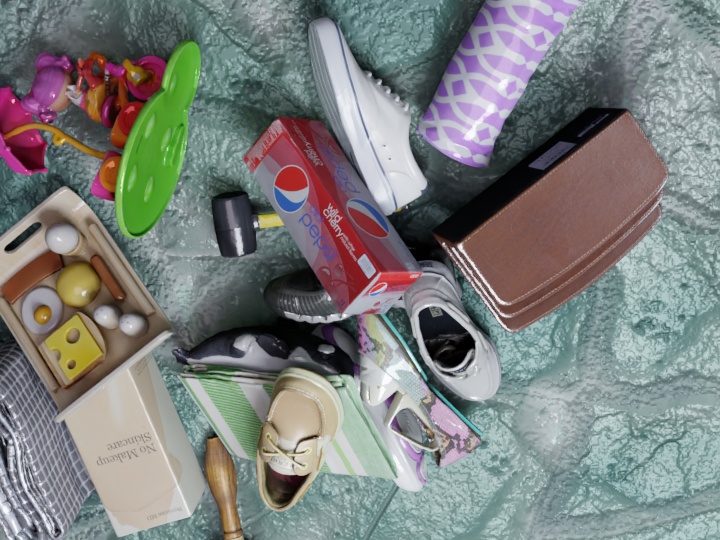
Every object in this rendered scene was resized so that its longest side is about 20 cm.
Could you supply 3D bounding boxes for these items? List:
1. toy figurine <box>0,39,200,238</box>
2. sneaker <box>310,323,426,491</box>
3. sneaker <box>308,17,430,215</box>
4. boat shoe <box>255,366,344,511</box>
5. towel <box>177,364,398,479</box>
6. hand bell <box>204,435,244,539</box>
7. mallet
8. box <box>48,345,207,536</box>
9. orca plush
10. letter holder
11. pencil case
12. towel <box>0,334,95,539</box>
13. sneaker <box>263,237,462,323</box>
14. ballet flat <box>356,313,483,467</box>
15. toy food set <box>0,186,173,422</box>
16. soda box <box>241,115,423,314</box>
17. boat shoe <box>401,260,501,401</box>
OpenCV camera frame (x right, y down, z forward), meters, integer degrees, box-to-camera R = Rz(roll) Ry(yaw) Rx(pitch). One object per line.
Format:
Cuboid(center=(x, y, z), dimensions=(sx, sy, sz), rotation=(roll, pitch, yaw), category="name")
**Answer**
Cuboid(center=(-0.273, -0.152, 1.190), dimensions=(0.184, 0.150, 0.200), rotation=(17, 86, 10), category="toy figurine")
Cuboid(center=(-0.007, 0.153, 1.281), dimensions=(0.100, 0.075, 0.200), rotation=(-36, 92, 21), category="sneaker")
Cuboid(center=(0.008, -0.155, 1.189), dimensions=(0.071, 0.073, 0.200), rotation=(-24, 105, -12), category="sneaker")
Cuboid(center=(-0.063, 0.168, 1.179), dimensions=(0.074, 0.066, 0.200), rotation=(19, 142, 9), category="boat shoe")
Cuboid(center=(-0.073, 0.152, 1.239), dimensions=(0.200, 0.023, 0.153), rotation=(1, 135, 29), category="towel")
Cuboid(center=(-0.141, 0.278, 1.329), dimensions=(0.104, 0.104, 0.200), rotation=(-12, 94, 9), category="hand bell")
Cuboid(center=(-0.050, -0.046, 1.238), dimensions=(0.200, 0.041, 0.066), rotation=(1, 106, 1), category="mallet")
Cuboid(center=(-0.246, 0.169, 1.297), dimensions=(0.095, 0.078, 0.200), rotation=(-19, 104, 11), category="box")
Cuboid(center=(-0.088, 0.081, 1.245), dimensions=(0.200, 0.071, 0.105), rotation=(-8, 131, 38), category="orca plush")
Cuboid(center=(0.195, -0.037, 1.155), dimensions=(0.200, 0.101, 0.142), rotation=(-38, 102, -3), category="letter holder")
Cuboid(center=(0.131, -0.190, 1.154), dimensions=(0.085, 0.084, 0.200), rotation=(15, 114, -36), category="pencil case")
Cuboid(center=(-0.343, 0.175, 1.265), dimensions=(0.085, 0.166, 0.200), rotation=(-22, 104, 6), category="towel")
Cuboid(center=(0.000, 0.000, 1.218), dimensions=(0.200, 0.067, 0.091), rotation=(-4, 132, 3), category="sneaker")
Cuboid(center=(0.044, 0.123, 1.213), dimensions=(0.071, 0.069, 0.200), rotation=(-42, 113, -7), category="ballet flat")
Cuboid(center=(-0.295, 0.033, 1.222), dimensions=(0.143, 0.060, 0.200), rotation=(-39, 69, 3), category="toy food set")
Cuboid(center=(-0.028, -0.054, 1.158), dimensions=(0.063, 0.070, 0.200), rotation=(-48, 62, 30), category="soda box")
Cuboid(center=(0.093, 0.076, 1.206), dimensions=(0.072, 0.066, 0.200), rotation=(-15, 134, 10), category="boat shoe")
